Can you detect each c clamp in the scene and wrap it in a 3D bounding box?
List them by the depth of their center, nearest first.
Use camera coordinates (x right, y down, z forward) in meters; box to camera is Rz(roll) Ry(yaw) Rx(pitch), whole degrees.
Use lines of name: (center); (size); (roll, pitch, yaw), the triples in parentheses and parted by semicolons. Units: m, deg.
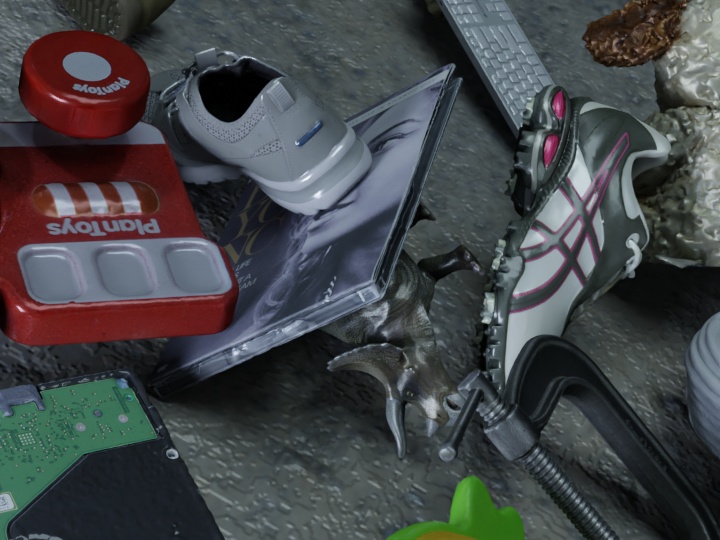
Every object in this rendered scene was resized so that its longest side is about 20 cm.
c clamp: (0.118, 0.115, 0.848); (0.200, 0.027, 0.171); (47, 30, -12)

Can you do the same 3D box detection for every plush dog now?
plush dog: (0.221, -0.089, 1.027); (0.200, 0.172, 0.160); (1, 3, -23)

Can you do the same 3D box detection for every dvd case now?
dvd case: (-0.026, -0.025, 0.904); (0.016, 0.149, 0.200); (50, 34, -22)

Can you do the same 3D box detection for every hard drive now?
hard drive: (-0.126, 0.137, 0.751); (0.140, 0.038, 0.200); (-10, 51, -34)

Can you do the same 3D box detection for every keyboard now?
keyboard: (0.102, -0.138, 1.149); (0.056, 0.011, 0.200); (-13, 66, -34)

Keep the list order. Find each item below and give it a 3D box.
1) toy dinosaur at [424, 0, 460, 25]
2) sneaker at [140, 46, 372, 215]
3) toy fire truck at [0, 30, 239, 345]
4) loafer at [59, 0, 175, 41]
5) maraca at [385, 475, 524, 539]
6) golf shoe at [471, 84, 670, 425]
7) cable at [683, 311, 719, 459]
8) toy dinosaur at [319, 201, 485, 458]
toy dinosaur: (0.027, -0.248, 1.233); (0.088, 0.047, 0.200); (21, 42, -31)
sneaker: (-0.071, -0.095, 0.940); (0.075, 0.082, 0.200); (-46, 34, -20)
toy fire truck: (-0.174, -0.028, 0.845); (0.200, 0.112, 0.168); (-3, 43, -26)
loafer: (-0.184, -0.225, 1.095); (0.067, 0.076, 0.200); (-18, 65, -39)
maraca: (0.045, 0.171, 0.744); (0.200, 0.107, 0.137); (-39, 111, -60)
golf shoe: (0.114, -0.005, 0.935); (0.088, 0.077, 0.200); (14, 74, 2)
cable: (0.277, 0.075, 0.940); (0.200, 0.069, 0.200); (19, 25, 27)
toy dinosaur: (0.000, 0.000, 0.925); (0.077, 0.102, 0.200); (43, 5, -43)
